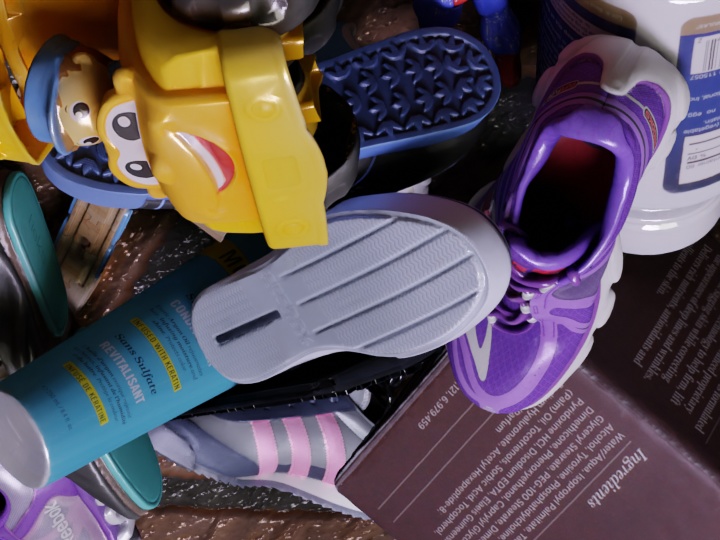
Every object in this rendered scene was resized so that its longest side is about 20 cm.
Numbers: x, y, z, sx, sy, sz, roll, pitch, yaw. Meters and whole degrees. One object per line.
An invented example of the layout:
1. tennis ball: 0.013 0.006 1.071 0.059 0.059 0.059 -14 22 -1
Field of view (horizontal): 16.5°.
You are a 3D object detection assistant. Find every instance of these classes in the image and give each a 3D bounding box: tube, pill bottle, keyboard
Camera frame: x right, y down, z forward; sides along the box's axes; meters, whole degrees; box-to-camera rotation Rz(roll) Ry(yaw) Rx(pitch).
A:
1. tube: -0.087 0.035 1.168 0.200 0.078 0.050 -31 -178 -36
2. pill bottle: 0.135 -0.099 1.125 0.111 0.111 0.200 -12 145 -7
3. keyboard: -0.022 0.060 1.207 0.104 0.040 0.200 -24 -173 -29

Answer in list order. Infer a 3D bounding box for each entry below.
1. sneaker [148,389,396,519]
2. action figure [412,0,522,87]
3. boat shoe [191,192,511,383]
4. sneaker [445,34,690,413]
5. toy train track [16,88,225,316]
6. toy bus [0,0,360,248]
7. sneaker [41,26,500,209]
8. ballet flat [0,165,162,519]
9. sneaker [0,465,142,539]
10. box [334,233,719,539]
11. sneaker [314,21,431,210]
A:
1. sneaker: -0.041 0.074 1.340 0.200 0.070 0.082 17 112 -38
2. action figure: 0.035 -0.147 1.070 0.065 0.099 0.200 -19 167 -3
3. boat shoe: 0.000 0.000 1.087 0.062 0.072 0.200 -36 -167 -38
4. sneaker: 0.074 -0.011 1.072 0.080 0.083 0.200 24 131 9
5. toy train track: -0.112 -0.041 1.151 0.115 0.033 0.200 36 144 2
6. toy bus: -0.102 -0.104 0.951 0.191 0.200 0.136 -9 143 1
7. sneaker: -0.040 -0.053 1.053 0.199 0.070 0.078 -7 159 -14
8. ballet flat: -0.160 0.038 1.191 0.068 0.068 0.200 -13 117 15
9. sneaker: -0.168 0.124 1.316 0.088 0.081 0.200 -24 141 -13
10. box: 0.129 0.085 1.251 0.200 0.166 0.164 41 127 1
11. sneaker: 0.004 -0.043 1.178 0.081 0.077 0.200 -28 146 9
